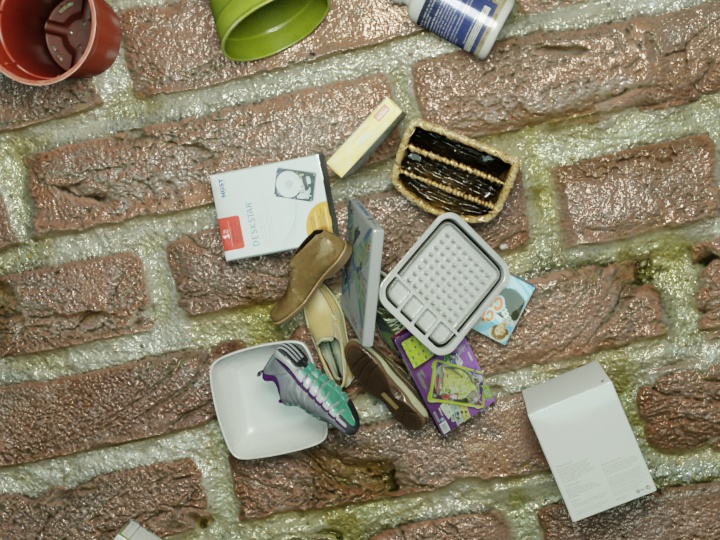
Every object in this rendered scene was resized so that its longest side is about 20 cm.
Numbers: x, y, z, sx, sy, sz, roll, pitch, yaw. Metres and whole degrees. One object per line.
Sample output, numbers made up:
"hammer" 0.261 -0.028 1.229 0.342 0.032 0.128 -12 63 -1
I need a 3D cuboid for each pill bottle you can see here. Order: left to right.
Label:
"pill bottle" 0.147 -0.446 1.513 0.198 0.111 0.112 28 99 1

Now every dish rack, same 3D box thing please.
"dish rack" 0.139 0.022 1.541 0.171 0.044 0.200 43 82 -10

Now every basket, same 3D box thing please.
"basket" 0.152 -0.158 1.531 0.198 0.149 0.144 22 99 1

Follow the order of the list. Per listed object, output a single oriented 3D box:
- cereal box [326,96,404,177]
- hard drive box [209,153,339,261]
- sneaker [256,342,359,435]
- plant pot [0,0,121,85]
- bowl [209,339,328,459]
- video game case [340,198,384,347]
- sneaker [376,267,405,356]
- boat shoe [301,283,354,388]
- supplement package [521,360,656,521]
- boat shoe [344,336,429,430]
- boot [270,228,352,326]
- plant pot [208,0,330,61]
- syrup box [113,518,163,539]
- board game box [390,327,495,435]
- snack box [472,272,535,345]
"cereal box" 0.014 -0.221 1.510 0.039 0.200 0.144 43 99 -1
"hard drive box" -0.149 -0.111 1.603 0.197 0.077 0.158 -11 96 7
"sneaker" -0.089 0.221 1.577 0.200 0.074 0.088 46 113 9
"plant pot" -0.507 -0.408 1.538 0.198 0.195 0.204 1 97 5
"bowl" -0.161 0.227 1.648 0.197 0.075 0.202 -13 97 7
"video game case" 0.000 0.000 1.535 0.022 0.182 0.202 1 110 -14
"sneaker" 0.053 0.076 1.596 0.067 0.090 0.202 -29 94 -2
"boat shoe" -0.059 0.113 1.621 0.071 0.076 0.202 -23 92 11
"supplement package" 0.388 0.289 1.564 0.150 0.151 0.202 -23 95 9
"boat shoe" 0.052 0.191 1.628 0.074 0.075 0.203 -30 102 41
"boot" -0.104 0.010 1.566 0.075 0.074 0.200 33 110 -23
"plant pot" -0.180 -0.487 1.512 0.199 0.200 0.195 -28 82 8
"syrup box" -0.382 0.565 1.710 0.199 0.079 0.082 35 99 0
"board game box" 0.146 0.174 1.594 0.119 0.032 0.202 -29 105 -9
"snack box" 0.193 0.034 1.607 0.198 0.037 0.117 27 101 1
